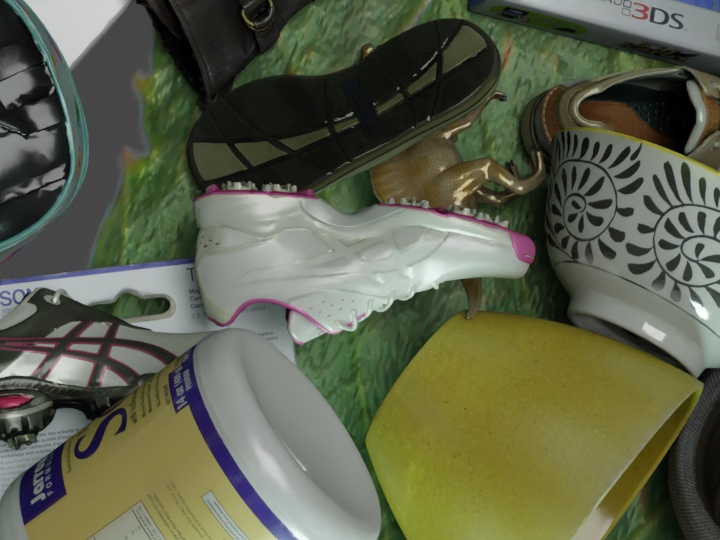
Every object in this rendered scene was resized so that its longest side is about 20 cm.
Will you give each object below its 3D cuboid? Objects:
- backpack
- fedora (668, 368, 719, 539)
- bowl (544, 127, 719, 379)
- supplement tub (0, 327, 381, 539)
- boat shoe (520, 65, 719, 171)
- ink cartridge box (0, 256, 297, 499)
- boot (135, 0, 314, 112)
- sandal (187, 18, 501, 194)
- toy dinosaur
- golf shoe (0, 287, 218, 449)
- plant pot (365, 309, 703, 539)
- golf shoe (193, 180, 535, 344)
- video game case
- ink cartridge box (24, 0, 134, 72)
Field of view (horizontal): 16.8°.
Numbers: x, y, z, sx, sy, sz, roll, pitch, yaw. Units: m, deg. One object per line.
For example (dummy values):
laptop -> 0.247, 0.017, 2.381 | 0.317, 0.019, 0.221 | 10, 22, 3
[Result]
backpack -> -0.250, -0.073, 1.352 | 0.199, 0.153, 0.177 | -24, 90, 8
fedora -> 0.287, 0.123, 1.518 | 0.176, 0.090, 0.200 | 35, 76, 24
bowl -> 0.183, 0.006, 1.463 | 0.200, 0.201, 0.095 | 30, 80, -12
supplement tub -> -0.105, 0.141, 1.313 | 0.199, 0.145, 0.146 | -36, 96, 13
boat shoe -> 0.205, -0.090, 1.544 | 0.198, 0.068, 0.075 | -4, 83, -21
ink cartridge box -> -0.130, 0.098, 1.438 | 0.195, 0.043, 0.202 | -6, 84, -16
boot -> -0.063, -0.210, 1.442 | 0.174, 0.069, 0.201 | -36, 130, -19
sandal -> -0.007, -0.086, 1.465 | 0.200, 0.057, 0.080 | -19, 72, 6
toy dinosaur -> 0.058, -0.051, 1.495 | 0.100, 0.058, 0.201 | -15, 63, -18
golf shoe -> -0.153, 0.047, 1.379 | 0.198, 0.077, 0.089 | -9, 76, -18
plant pot -> 0.088, 0.105, 1.442 | 0.142, 0.200, 0.200 | 38, 74, 13
golf shoe -> 0.000, 0.000, 1.404 | 0.198, 0.075, 0.092 | 5, 87, 2
video game case -> 0.174, -0.244, 1.565 | 0.180, 0.045, 0.202 | 12, 81, -17
ink cartridge box -> -0.208, -0.228, 1.446 | 0.200, 0.045, 0.176 | 42, 75, -9
